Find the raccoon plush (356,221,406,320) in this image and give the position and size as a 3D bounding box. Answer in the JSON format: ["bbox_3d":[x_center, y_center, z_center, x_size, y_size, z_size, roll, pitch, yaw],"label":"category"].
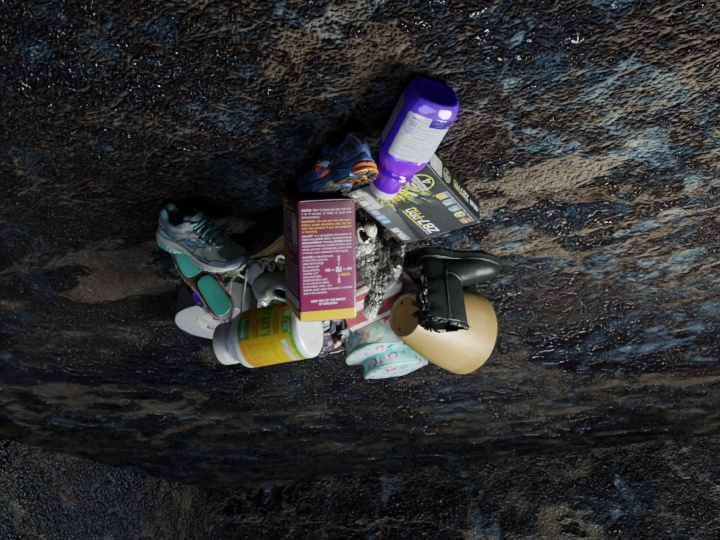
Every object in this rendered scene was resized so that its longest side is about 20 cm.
[{"bbox_3d":[0.000,0.000,1.299,0.132,0.097,0.202,17,107,-11],"label":"raccoon plush"}]

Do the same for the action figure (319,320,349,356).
[{"bbox_3d":[-0.080,0.135,1.540,0.129,0.070,0.201,-16,148,-23],"label":"action figure"}]

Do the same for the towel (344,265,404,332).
[{"bbox_3d":[0.020,0.047,1.429,0.142,0.023,0.201,-23,143,-3],"label":"towel"}]

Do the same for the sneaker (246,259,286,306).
[{"bbox_3d":[-0.111,0.023,1.279,0.197,0.082,0.076,-8,145,-22],"label":"sneaker"}]

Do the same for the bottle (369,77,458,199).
[{"bbox_3d":[0.071,-0.189,1.017,0.082,0.066,0.201,9,140,-19],"label":"bottle"}]

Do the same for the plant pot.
[{"bbox_3d":[0.163,0.117,1.472,0.199,0.189,0.185,17,149,-41],"label":"plant pot"}]

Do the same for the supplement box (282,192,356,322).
[{"bbox_3d":[-0.071,-0.027,1.166,0.102,0.203,0.131,-4,-167,-16],"label":"supplement box"}]

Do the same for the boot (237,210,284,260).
[{"bbox_3d":[-0.115,-0.035,1.317,0.174,0.067,0.200,-26,146,15],"label":"boot"}]

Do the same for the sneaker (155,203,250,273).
[{"bbox_3d":[-0.288,-0.060,1.226,0.198,0.078,0.087,20,123,17],"label":"sneaker"}]

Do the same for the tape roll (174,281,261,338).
[{"bbox_3d":[-0.330,0.095,1.590,0.197,0.067,0.201,0,153,0],"label":"tape roll"}]

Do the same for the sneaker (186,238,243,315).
[{"bbox_3d":[-0.306,-0.004,1.398,0.099,0.069,0.201,42,123,9],"label":"sneaker"}]

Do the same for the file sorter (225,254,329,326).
[{"bbox_3d":[-0.172,0.054,1.438,0.198,0.140,0.124,-21,143,34],"label":"file sorter"}]

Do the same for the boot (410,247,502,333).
[{"bbox_3d":[0.199,0.045,1.384,0.195,0.165,0.074,7,152,-13],"label":"boot"}]

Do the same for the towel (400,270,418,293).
[{"bbox_3d":[0.027,0.041,1.523,0.189,0.033,0.200,-14,149,24],"label":"towel"}]

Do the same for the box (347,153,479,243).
[{"bbox_3d":[0.095,-0.127,1.186,0.159,0.050,0.200,-13,149,31],"label":"box"}]

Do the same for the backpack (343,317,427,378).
[{"bbox_3d":[0.058,0.177,1.631,0.198,0.153,0.177,9,154,-30],"label":"backpack"}]

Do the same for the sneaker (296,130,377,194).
[{"bbox_3d":[-0.039,-0.168,1.093,0.075,0.080,0.199,-2,175,-37],"label":"sneaker"}]

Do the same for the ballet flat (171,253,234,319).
[{"bbox_3d":[-0.311,0.012,1.331,0.069,0.201,0.071,-32,177,-17],"label":"ballet flat"}]

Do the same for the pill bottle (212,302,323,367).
[{"bbox_3d":[-0.182,0.127,1.320,0.197,0.112,0.111,-12,150,21],"label":"pill bottle"}]
